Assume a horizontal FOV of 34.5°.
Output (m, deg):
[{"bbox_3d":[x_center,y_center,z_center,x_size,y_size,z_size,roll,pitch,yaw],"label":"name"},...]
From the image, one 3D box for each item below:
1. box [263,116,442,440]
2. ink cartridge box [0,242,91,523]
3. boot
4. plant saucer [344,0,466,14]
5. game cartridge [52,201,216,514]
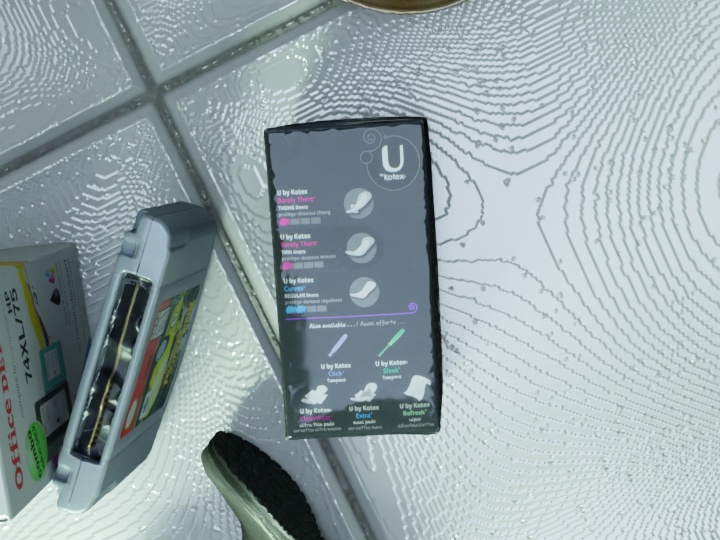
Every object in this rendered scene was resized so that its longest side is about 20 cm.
[{"bbox_3d":[0.000,0.000,0.781,0.105,0.122,0.203,-3,99,4],"label":"box"},{"bbox_3d":[-0.276,0.072,0.770,0.144,0.200,0.149,-7,98,4],"label":"ink cartridge box"},{"bbox_3d":[-0.081,0.229,0.852,0.130,0.068,0.200,-39,93,14],"label":"boot"},{"bbox_3d":[0.032,-0.275,0.783,0.198,0.035,0.203,0,99,3],"label":"plant saucer"},{"bbox_3d":[-0.150,0.054,0.793,0.040,0.133,0.202,18,99,1],"label":"game cartridge"}]
